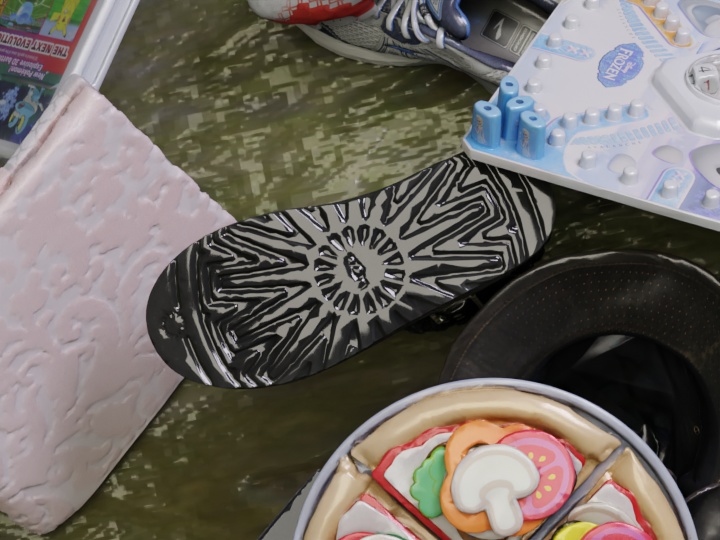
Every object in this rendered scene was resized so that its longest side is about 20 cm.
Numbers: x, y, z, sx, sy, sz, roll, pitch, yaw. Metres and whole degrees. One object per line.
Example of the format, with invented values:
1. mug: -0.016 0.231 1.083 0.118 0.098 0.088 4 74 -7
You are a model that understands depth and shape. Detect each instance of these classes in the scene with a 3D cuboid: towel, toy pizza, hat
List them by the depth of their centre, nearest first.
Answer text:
1. toy pizza: 0.064 0.152 1.219 0.199 0.032 0.201 1 95 6
2. towel: -0.149 0.022 1.262 0.032 0.200 0.191 34 83 35
3. hat: 0.126 0.079 1.268 0.200 0.081 0.201 2 105 7

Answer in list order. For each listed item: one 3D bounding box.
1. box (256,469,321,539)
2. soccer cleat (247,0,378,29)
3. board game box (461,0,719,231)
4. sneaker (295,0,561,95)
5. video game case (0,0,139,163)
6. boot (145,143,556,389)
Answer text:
1. box: 0.006 0.223 1.278 0.200 0.050 0.158 40 87 11
2. soccer cleat: 0.015 -0.181 1.250 0.200 0.085 0.069 -19 58 30
3. board game box: 0.175 -0.091 1.213 0.199 0.026 0.200 17 41 17
4. sneaker: 0.043 -0.140 1.318 0.199 0.085 0.077 19 83 10
5. video game case: -0.175 -0.147 1.317 0.200 0.023 0.183 17 81 50
6. boot: 0.001 0.002 1.262 0.210 0.158 0.080 -18 88 -1
